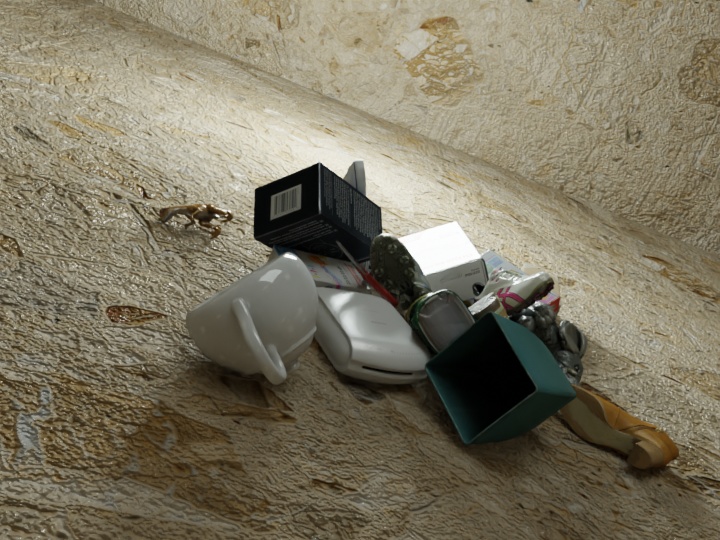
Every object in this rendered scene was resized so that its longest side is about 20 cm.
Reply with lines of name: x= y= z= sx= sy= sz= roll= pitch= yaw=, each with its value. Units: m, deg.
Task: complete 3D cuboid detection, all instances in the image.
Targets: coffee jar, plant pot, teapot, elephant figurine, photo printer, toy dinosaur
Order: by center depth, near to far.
teapot: x=-0.130 y=0.078 z=1.110 sx=0.200 sy=0.197 sz=0.146 roll=-35 pitch=96 yaw=-43
plant pot: x=0.233 y=0.173 z=1.239 sx=0.200 sy=0.141 sz=0.142 roll=17 pitch=38 yaw=-47
photo printer: x=0.011 y=0.107 z=1.297 sx=0.166 sy=0.070 sz=0.200 roll=11 pitch=23 yaw=-31
coffee jar: x=0.131 y=0.089 z=1.349 sx=0.104 sy=0.085 sz=0.200 roll=57 pitch=-3 yaw=2
elephant figurine: x=0.353 y=0.156 z=1.498 sx=0.200 sy=0.155 sz=0.141 roll=42 pitch=-22 yaw=-4
toy dinosaur: x=-0.283 y=-0.109 z=1.542 sx=0.106 sy=0.061 sz=0.200 roll=36 pitch=23 yaw=35

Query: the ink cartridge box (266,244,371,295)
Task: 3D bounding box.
ink cartridge box: x=-0.059 y=0.027 z=1.428 sx=0.199 sy=0.068 sz=0.115 roll=13 pitch=23 yaw=-27

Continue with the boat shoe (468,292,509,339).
boat shoe: x=0.218 y=0.087 z=1.363 sx=0.076 sy=0.072 sz=0.200 roll=52 pitch=7 yaw=1

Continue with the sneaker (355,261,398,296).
sneaker: x=0.035 y=-0.003 z=1.616 sx=0.085 sy=0.077 sz=0.200 roll=8 pitch=15 yaw=-25

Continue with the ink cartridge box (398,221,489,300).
ink cartridge box: x=0.164 y=-0.011 z=1.654 sx=0.145 sy=0.085 sz=0.200 roll=-17 pitch=25 yaw=-2

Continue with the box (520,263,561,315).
box: x=0.388 y=0.061 z=1.814 sx=0.095 sy=0.078 sz=0.200 roll=23 pitch=20 yaw=3

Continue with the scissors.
scissors: x=0.000 y=0.000 z=1.374 sx=0.200 sy=0.014 sz=0.073 roll=45 pitch=-3 yaw=-38

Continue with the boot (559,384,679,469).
boot: x=0.438 y=0.264 z=1.387 sx=0.201 sy=0.071 sz=0.144 roll=40 pitch=20 yaw=31

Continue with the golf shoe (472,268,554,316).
golf shoe: x=0.263 y=0.036 z=1.450 sx=0.072 sy=0.200 sz=0.092 roll=-26 pitch=85 yaw=-32

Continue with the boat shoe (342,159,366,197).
boat shoe: x=-0.028 y=-0.139 z=1.557 sx=0.065 sy=0.200 sz=0.072 roll=-1 pitch=63 yaw=-8

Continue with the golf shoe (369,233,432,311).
golf shoe: x=0.069 y=-0.005 z=1.463 sx=0.200 sy=0.078 sz=0.097 roll=57 pitch=14 yaw=-39

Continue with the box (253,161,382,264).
box: x=-0.072 y=-0.086 z=1.461 sx=0.200 sy=0.148 sz=0.107 roll=33 pitch=48 yaw=-49

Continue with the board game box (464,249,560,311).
board game box: x=0.283 y=0.051 z=1.674 sx=0.153 sy=0.040 sz=0.200 roll=-30 pitch=48 yaw=-25
